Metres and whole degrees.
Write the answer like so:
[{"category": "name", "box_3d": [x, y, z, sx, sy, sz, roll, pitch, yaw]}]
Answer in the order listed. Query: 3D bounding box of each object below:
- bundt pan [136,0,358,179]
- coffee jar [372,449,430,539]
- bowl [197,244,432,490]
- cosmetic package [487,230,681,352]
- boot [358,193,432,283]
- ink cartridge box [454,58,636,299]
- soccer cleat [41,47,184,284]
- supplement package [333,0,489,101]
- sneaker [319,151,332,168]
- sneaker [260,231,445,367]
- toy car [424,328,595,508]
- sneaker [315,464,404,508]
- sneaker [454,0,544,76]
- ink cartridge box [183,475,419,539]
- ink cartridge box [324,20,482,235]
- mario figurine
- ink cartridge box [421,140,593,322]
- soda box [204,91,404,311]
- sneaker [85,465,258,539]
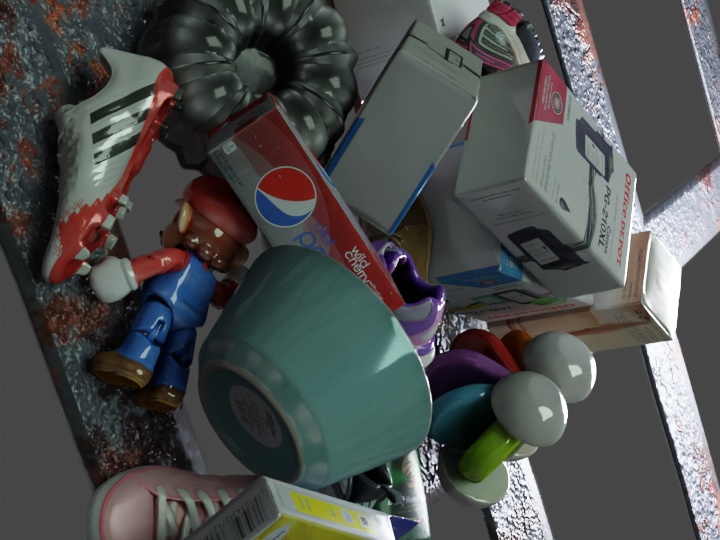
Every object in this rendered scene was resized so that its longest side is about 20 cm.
[{"category": "bundt pan", "box_3d": [-0.088, -0.173, 1.129, 0.200, 0.076, 0.204, 4, 81, -23]}, {"category": "coffee jar", "box_3d": [0.008, 0.162, 1.238, 0.104, 0.085, 0.202, 6, 76, -53]}, {"category": "bowl", "box_3d": [-0.052, 0.092, 1.034, 0.105, 0.200, 0.202, -38, 112, -33]}, {"category": "cosmetic package", "box_3d": [0.256, 0.032, 1.513, 0.087, 0.199, 0.104, 41, 49, -38]}, {"category": "boot", "box_3d": [0.033, -0.026, 1.309, 0.075, 0.073, 0.202, 43, 38, -71]}, {"category": "ink cartridge box", "box_3d": [0.188, -0.085, 1.299, 0.200, 0.084, 0.146, 41, 50, -40]}, {"category": "soccer cleat", "box_3d": [-0.211, -0.084, 1.030, 0.085, 0.069, 0.201, 26, 73, -1]}, {"category": "supplement package", "box_3d": [0.050, -0.296, 1.385, 0.121, 0.119, 0.202, -26, 102, -52]}, {"category": "sneaker", "box_3d": [-0.094, -0.173, 1.199, 0.090, 0.075, 0.201, -27, 97, -45]}, {"category": "sneaker", "box_3d": [0.000, 0.000, 1.203, 0.200, 0.089, 0.080, 38, 39, 10]}, {"category": "toy car", "box_3d": [0.138, 0.134, 1.387, 0.150, 0.175, 0.200, 40, 41, 6]}, {"category": "sneaker", "box_3d": [-0.018, 0.215, 1.140, 0.077, 0.139, 0.202, 6, 76, -53]}, {"category": "sneaker", "box_3d": [0.156, -0.186, 1.360, 0.075, 0.081, 0.200, -40, 129, -5]}, {"category": "ink cartridge box", "box_3d": [-0.073, 0.247, 1.021, 0.200, 0.197, 0.047, 29, 27, -45]}, {"category": "ink cartridge box", "box_3d": [0.041, -0.136, 1.211, 0.084, 0.147, 0.200, 31, 18, -4]}, {"category": "mario figurine", "box_3d": [-0.154, 0.012, 1.087, 0.124, 0.105, 0.201, 86, 23, -65]}, {"category": "ink cartridge box", "box_3d": [0.139, -0.039, 1.417, 0.199, 0.146, 0.147, 16, 68, -50]}, {"category": "soda box", "box_3d": [-0.045, -0.042, 1.078, 0.201, 0.070, 0.063, 57, 3, -21]}, {"category": "sneaker", "box_3d": [-0.115, 0.194, 1.047, 0.200, 0.104, 0.076, 14, 73, -51]}]
